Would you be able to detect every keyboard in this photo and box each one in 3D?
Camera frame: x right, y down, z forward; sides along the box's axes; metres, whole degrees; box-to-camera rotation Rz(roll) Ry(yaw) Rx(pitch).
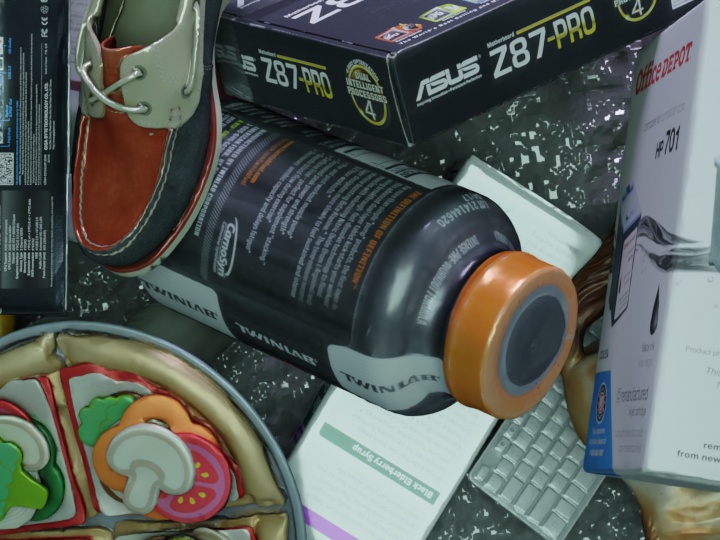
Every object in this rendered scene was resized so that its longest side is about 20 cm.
[{"bbox_3d":[0.127,0.039,1.250,0.056,0.011,0.200,35,71,2],"label":"keyboard"}]

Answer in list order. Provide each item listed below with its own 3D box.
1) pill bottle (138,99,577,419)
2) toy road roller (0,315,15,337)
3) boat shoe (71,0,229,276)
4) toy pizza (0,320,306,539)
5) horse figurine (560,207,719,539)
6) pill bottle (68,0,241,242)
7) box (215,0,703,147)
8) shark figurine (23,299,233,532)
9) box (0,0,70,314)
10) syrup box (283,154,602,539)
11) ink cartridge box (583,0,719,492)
[{"bbox_3d":[0.000,0.000,1.155,0.199,0.106,0.107,23,91,34],"label":"pill bottle"},{"bbox_3d":[-0.216,-0.027,1.232,0.145,0.123,0.201,31,91,-15],"label":"toy road roller"},{"bbox_3d":[-0.095,-0.099,1.136,0.071,0.062,0.201,14,89,25],"label":"boat shoe"},{"bbox_3d":[-0.123,0.121,1.190,0.199,0.032,0.202,5,110,14],"label":"toy pizza"},{"bbox_3d":[0.153,0.071,1.205,0.132,0.050,0.201,-36,90,-5],"label":"horse figurine"},{"bbox_3d":[-0.106,-0.111,1.231,0.109,0.110,0.202,12,91,0],"label":"pill bottle"},{"bbox_3d":[0.052,-0.124,1.171,0.199,0.161,0.049,-26,114,-25],"label":"box"},{"bbox_3d":[-0.100,0.099,1.223,0.128,0.089,0.216,11,84,-38],"label":"shark figurine"},{"bbox_3d":[-0.209,-0.080,1.137,0.158,0.046,0.202,-1,99,-12],"label":"box"},{"bbox_3d":[0.032,0.049,1.248,0.081,0.079,0.201,32,91,-1],"label":"syrup box"},{"bbox_3d":[0.161,-0.005,1.113,0.085,0.146,0.202,7,85,-5],"label":"ink cartridge box"}]
